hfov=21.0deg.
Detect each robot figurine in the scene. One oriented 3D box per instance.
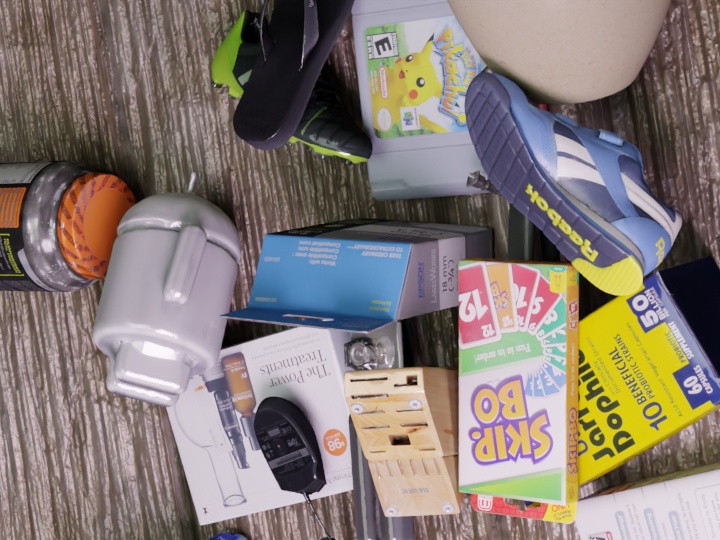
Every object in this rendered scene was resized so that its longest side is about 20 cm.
[{"bbox_3d":[-0.169,0.016,1.713,0.170,0.113,0.200,140,144,-64],"label":"robot figurine"}]

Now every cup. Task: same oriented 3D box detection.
[{"bbox_3d":[0.153,-0.210,1.467,0.200,0.200,0.143,8,120,31],"label":"cup"}]

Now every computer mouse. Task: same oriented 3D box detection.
[{"bbox_3d":[-0.034,0.198,1.673,0.059,0.034,0.200,-21,94,41],"label":"computer mouse"}]

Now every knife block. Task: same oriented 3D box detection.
[{"bbox_3d":[0.051,0.102,1.557,0.064,0.176,0.200,-5,130,16],"label":"knife block"}]

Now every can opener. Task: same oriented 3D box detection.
[{"bbox_3d":[0.025,0.134,1.644,0.053,0.067,0.200,-6,86,34],"label":"can opener"}]

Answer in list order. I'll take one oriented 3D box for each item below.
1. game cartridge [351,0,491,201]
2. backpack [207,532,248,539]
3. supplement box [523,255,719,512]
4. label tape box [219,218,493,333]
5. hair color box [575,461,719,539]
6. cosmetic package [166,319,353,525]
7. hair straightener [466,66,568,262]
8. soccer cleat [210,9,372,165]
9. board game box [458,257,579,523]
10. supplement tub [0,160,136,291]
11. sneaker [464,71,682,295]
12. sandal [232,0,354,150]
[{"bbox_3d":[0.060,-0.161,1.611,0.133,0.040,0.200,-4,95,29],"label":"game cartridge"},{"bbox_3d":[-0.150,0.342,1.719,0.183,0.200,0.135,48,118,19],"label":"backpack"},{"bbox_3d":[0.202,0.088,1.511,0.200,0.109,0.109,-36,78,31],"label":"supplement box"},{"bbox_3d":[0.000,0.000,1.573,0.144,0.200,0.063,4,99,32],"label":"label tape box"},{"bbox_3d":[0.273,0.203,1.512,0.200,0.061,0.099,-18,87,32],"label":"hair color box"},{"bbox_3d":[-0.077,0.134,1.732,0.200,0.052,0.151,-18,90,33],"label":"cosmetic package"},{"bbox_3d":[0.124,-0.084,1.554,0.041,0.077,0.200,-167,73,-65],"label":"hair straightener"},{"bbox_3d":[-0.056,-0.157,1.652,0.200,0.067,0.081,38,110,38],"label":"soccer cleat"},{"bbox_3d":[0.120,0.092,1.485,0.095,0.030,0.200,3,99,34],"label":"board game box"},{"bbox_3d":[-0.312,-0.041,1.813,0.200,0.122,0.123,1,98,33],"label":"supplement tub"},{"bbox_3d":[0.158,-0.075,1.450,0.200,0.082,0.074,49,154,8],"label":"sneaker"},{"bbox_3d":[-0.056,-0.198,1.610,0.076,0.043,0.200,6,73,36],"label":"sandal"}]
